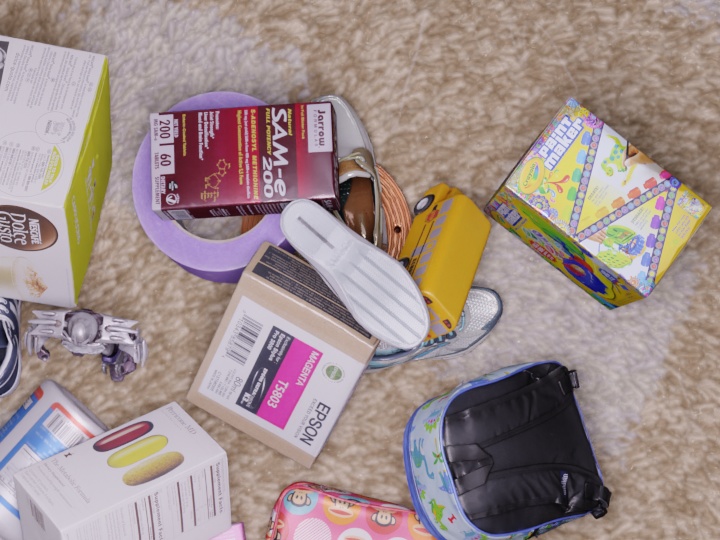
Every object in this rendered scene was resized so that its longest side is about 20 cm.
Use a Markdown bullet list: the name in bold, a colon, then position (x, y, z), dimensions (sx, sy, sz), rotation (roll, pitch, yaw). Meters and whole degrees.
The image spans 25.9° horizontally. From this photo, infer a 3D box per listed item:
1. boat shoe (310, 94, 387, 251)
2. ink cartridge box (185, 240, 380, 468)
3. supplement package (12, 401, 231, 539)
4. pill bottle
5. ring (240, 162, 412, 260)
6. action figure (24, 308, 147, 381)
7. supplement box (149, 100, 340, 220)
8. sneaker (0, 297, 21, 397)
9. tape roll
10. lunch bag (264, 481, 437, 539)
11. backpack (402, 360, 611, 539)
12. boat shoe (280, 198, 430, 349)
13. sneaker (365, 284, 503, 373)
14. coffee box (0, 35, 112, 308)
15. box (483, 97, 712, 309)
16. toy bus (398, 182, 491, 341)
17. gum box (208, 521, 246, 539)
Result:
- **boat shoe**: position (-0.011, -0.107, 1.761), dimensions (0.074, 0.068, 0.202), rotation (-19, 84, -4)
- **ink cartridge box**: position (-0.079, 0.094, 1.699), dimensions (0.163, 0.075, 0.201), rotation (29, 125, 2)
- **supplement package**: position (-0.249, 0.244, 1.657), dimensions (0.199, 0.111, 0.113), rotation (-24, 40, -30)
- **pill bottle**: position (-0.367, 0.227, 1.708), dimensions (0.112, 0.112, 0.200), rotation (42, 84, 2)
- **ring**: position (-0.038, -0.041, 1.796), dimensions (0.197, 0.019, 0.203), rotation (0, 84, -2)
- **action figure**: position (-0.288, 0.076, 1.681), dimensions (0.129, 0.200, 0.070), rotation (17, 84, 0)
- **supplement box**: position (-0.123, -0.116, 1.679), dimensions (0.197, 0.061, 0.110), rotation (-4, 80, 4)
- **sneaker**: position (-0.412, 0.037, 1.726), dimensions (0.069, 0.109, 0.203), rotation (-7, 84, -4)
- **tape roll**: position (-0.151, -0.092, 1.750), dimensions (0.197, 0.085, 0.203), rotation (-1, 80, 5)
- **lunch bag**: position (-0.014, 0.336, 1.727), dimensions (0.197, 0.082, 0.178), rotation (15, 84, -2)
- **backpack**: position (0.140, 0.206, 1.694), dimensions (0.198, 0.146, 0.185), rotation (-11, 83, -36)
- **boat shoe**: position (0.000, 0.000, 1.633), dimensions (0.073, 0.067, 0.200), rotation (-42, 82, 2)
- **sneaker**: position (0.070, 0.070, 1.755), dimensions (0.198, 0.086, 0.079), rotation (-20, 86, -4)
- **coffee box**: position (-0.378, -0.107, 1.667), dimensions (0.195, 0.200, 0.202), rotation (10, 58, -1)
- **box**: position (0.254, -0.068, 1.721), dimensions (0.192, 0.200, 0.122), rotation (38, 84, 2)
- **toy bus**: position (0.088, -0.016, 1.717), dimensions (0.065, 0.078, 0.201), rotation (46, 42, -23)
- **gum box**: position (-0.217, 0.351, 1.723), dimensions (0.197, 0.066, 0.115), rotation (-10, 83, -3)
